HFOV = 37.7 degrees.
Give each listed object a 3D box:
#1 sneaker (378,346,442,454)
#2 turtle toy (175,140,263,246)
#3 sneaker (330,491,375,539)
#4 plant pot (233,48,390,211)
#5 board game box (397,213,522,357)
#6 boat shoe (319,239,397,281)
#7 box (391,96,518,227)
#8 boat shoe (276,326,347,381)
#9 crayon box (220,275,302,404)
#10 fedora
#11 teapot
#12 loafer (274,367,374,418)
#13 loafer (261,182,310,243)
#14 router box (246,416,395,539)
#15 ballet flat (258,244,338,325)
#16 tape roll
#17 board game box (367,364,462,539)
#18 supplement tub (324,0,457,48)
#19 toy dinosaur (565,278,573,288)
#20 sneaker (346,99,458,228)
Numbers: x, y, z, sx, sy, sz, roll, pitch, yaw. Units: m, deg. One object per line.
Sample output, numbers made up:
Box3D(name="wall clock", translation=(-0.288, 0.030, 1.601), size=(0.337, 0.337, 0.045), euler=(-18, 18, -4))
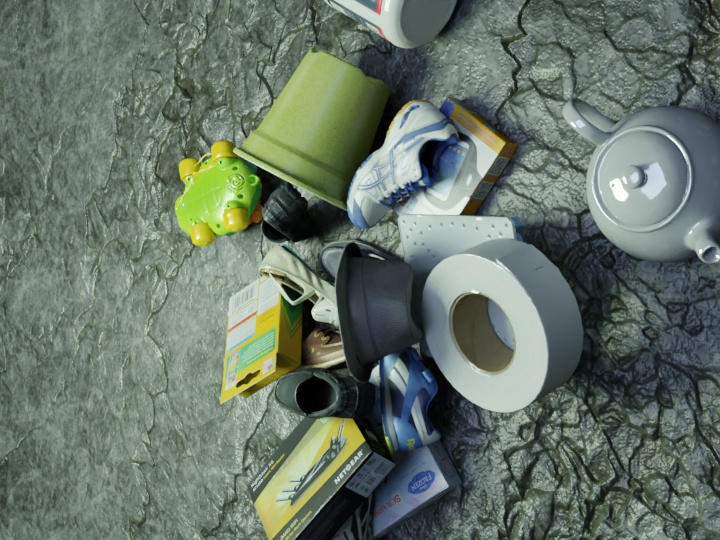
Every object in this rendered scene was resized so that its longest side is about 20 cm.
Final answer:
Box3D(name="sneaker", translation=(0.066, 0.148, 1.439), size=(0.082, 0.074, 0.201), euler=(-5, 77, 3))
Box3D(name="turtle toy", translation=(-0.227, -0.111, 1.679), size=(0.199, 0.101, 0.147), euler=(-21, 74, 36))
Box3D(name="sneaker", translation=(-0.031, 0.342, 1.472), size=(0.074, 0.088, 0.201), euler=(-12, 79, 39))
Box3D(name="plant pot", translation=(-0.053, -0.207, 1.512), size=(0.200, 0.200, 0.185), euler=(29, 94, 34))
Box3D(name="board game box", translation=(0.140, 0.024, 1.365), size=(0.199, 0.026, 0.201), euler=(5, 110, 48))
Box3D(name="boat shoe", translation=(0.000, 0.000, 1.506), size=(0.199, 0.093, 0.075), euler=(17, 97, 36))
Box3D(name="box", translation=(0.116, -0.123, 1.456), size=(0.119, 0.041, 0.201), euler=(43, 111, 30))
Box3D(name="boat shoe", translation=(-0.055, 0.117, 1.559), size=(0.199, 0.072, 0.068), euler=(-19, 79, 38))
Box3D(name="crayon box", translation=(-0.147, 0.103, 1.589), size=(0.125, 0.051, 0.201), euler=(-32, 40, 32))
Box3D(name="fedora", translation=(0.030, 0.048, 1.334), size=(0.090, 0.200, 0.178), euler=(-8, 93, 8))
Box3D(name="teapot", translation=(0.336, -0.105, 1.220), size=(0.199, 0.146, 0.199), euler=(0, 88, 38))
Box3D(name="loafer", translation=(-0.062, 0.164, 1.421), size=(0.200, 0.070, 0.069), euler=(-2, 79, 53))
Box3D(name="loafer", translation=(-0.115, -0.073, 1.544), size=(0.070, 0.201, 0.068), euler=(-42, 83, -9))
Box3D(name="router box", translation=(-0.058, 0.282, 1.451), size=(0.200, 0.052, 0.157), euler=(-50, 35, 8))
Box3D(name="ballet flat", translation=(-0.067, 0.040, 1.552), size=(0.200, 0.068, 0.062), euler=(36, 68, 18))
Box3D(name="tape roll", translation=(0.168, 0.065, 1.274), size=(0.202, 0.071, 0.204), euler=(25, 124, 42))
Box3D(name="board game box", translation=(0.022, 0.265, 1.514), size=(0.200, 0.041, 0.200), euler=(-40, 66, 30))
Box3D(name="supplement tub", translation=(0.026, -0.410, 1.470), size=(0.200, 0.140, 0.141), euler=(38, 111, 31))
Box3D(name="toy dinosaur", translation=(0.186, 0.066, 1.385), size=(0.200, 0.058, 0.101), euler=(-49, 63, 26))
Box3D(name="sneaker", translation=(0.055, -0.130, 1.433), size=(0.088, 0.075, 0.201), euler=(44, 114, 31))
